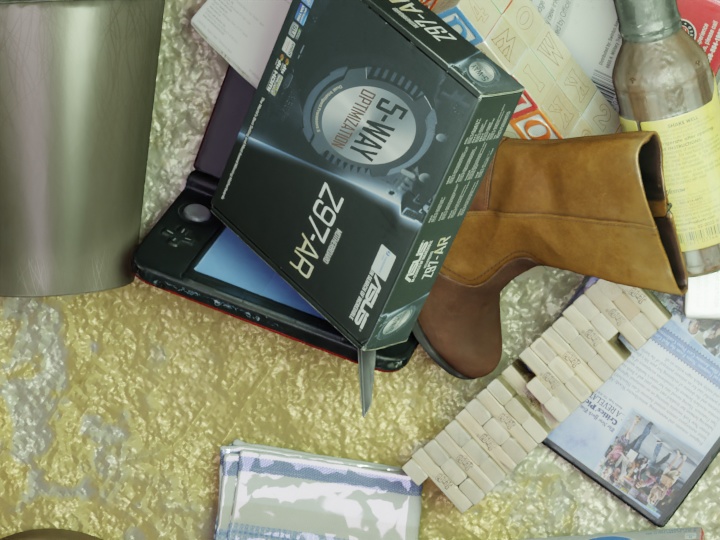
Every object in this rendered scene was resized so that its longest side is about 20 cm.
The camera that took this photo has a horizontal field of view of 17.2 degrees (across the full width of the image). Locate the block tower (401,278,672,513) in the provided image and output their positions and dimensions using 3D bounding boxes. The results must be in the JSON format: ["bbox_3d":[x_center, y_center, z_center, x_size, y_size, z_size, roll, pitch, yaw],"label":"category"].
[{"bbox_3d":[0.120,0.080,1.595,0.200,0.054,0.058,-43,85,12],"label":"block tower"}]

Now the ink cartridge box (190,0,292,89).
[{"bbox_3d":[-0.013,-0.206,1.586,0.200,0.050,0.109,-48,42,4],"label":"ink cartridge box"}]

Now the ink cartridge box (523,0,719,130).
[{"bbox_3d":[0.145,-0.177,1.539,0.200,0.084,0.144,26,137,7],"label":"ink cartridge box"}]

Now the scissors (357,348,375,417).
[{"bbox_3d":[0.000,0.000,1.567,0.073,0.014,0.200,16,66,4],"label":"scissors"}]

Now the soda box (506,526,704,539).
[{"bbox_3d":[0.135,0.220,1.610,0.200,0.070,0.063,-5,107,11],"label":"soda box"}]

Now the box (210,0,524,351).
[{"bbox_3d":[0.000,-0.075,1.493,0.160,0.044,0.200,43,125,28],"label":"box"}]

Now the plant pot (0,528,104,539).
[{"bbox_3d":[-0.237,0.290,1.642,0.200,0.175,0.200,1,95,12],"label":"plant pot"}]

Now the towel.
[{"bbox_3d":[-0.035,0.225,1.673,0.147,0.024,0.200,7,98,8],"label":"towel"}]

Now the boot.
[{"bbox_3d":[0.122,-0.007,1.501,0.200,0.068,0.188,6,114,36],"label":"boot"}]

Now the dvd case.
[{"bbox_3d":[0.205,0.055,1.613,0.143,0.018,0.200,36,100,6],"label":"dvd case"}]

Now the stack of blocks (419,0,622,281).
[{"bbox_3d":[0.094,-0.095,1.540,0.115,0.059,0.200,-20,118,45],"label":"stack of blocks"}]

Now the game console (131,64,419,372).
[{"bbox_3d":[-0.029,-0.047,1.604,0.200,0.172,0.119,20,125,9],"label":"game console"}]

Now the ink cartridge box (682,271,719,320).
[{"bbox_3d":[0.312,-0.024,1.548,0.200,0.067,0.117,1,90,6],"label":"ink cartridge box"}]

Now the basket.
[{"bbox_3d":[-0.218,-0.088,1.629,0.180,0.136,0.200,-1,98,6],"label":"basket"}]

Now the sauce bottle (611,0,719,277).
[{"bbox_3d":[0.192,-0.096,1.465,0.065,0.065,0.200,-10,112,12],"label":"sauce bottle"}]
